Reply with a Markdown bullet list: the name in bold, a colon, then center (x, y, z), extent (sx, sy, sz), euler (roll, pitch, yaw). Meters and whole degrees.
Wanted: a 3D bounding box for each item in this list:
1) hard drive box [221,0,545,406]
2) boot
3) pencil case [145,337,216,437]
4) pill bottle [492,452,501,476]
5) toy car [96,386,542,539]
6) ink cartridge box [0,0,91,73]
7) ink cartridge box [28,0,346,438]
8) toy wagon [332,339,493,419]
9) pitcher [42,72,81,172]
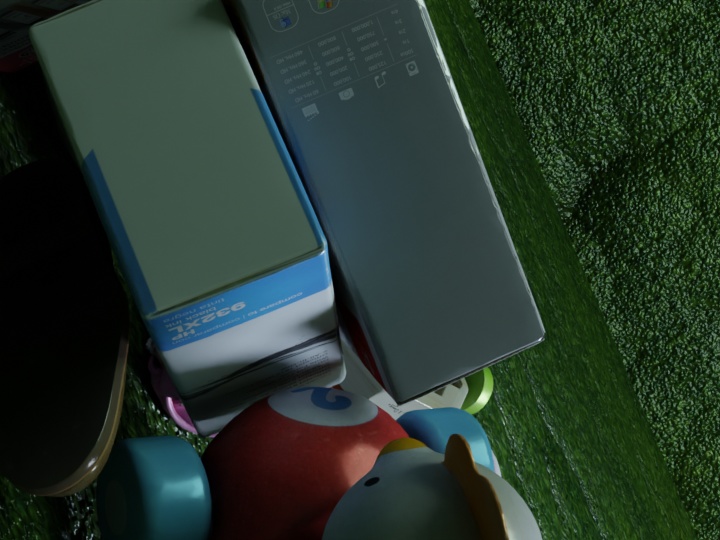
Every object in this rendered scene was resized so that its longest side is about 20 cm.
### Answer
- **hard drive box**: center (-0.001, -0.059, 0.904), extent (0.156, 0.077, 0.200), euler (-138, -156, -74)
- **boot**: center (-0.127, 0.035, 0.875), extent (0.200, 0.074, 0.076), euler (-103, 170, -50)
- **pencil case**: center (-0.077, 0.000, 1.102), extent (0.087, 0.083, 0.200), euler (56, 17, -39)
- **pill bottle**: center (0.001, 0.099, 1.182), extent (0.200, 0.112, 0.112), euler (51, 20, -48)
- **toy car**: center (0.014, 0.115, 0.834), extent (0.184, 0.200, 0.177), euler (-3, 68, -30)
- **ink cartridge box**: center (-0.171, -0.191, 0.914), extent (0.145, 0.145, 0.200), euler (67, 13, 4)
- **ink cartridge box**: center (-0.073, -0.024, 0.889), extent (0.200, 0.084, 0.145), euler (84, -18, -71)
- **toy wagon**: center (0.000, 0.000, 1.099), extent (0.155, 0.040, 0.200), euler (31, 31, -47)
- **pitcher**: center (-0.100, -0.145, 1.065), extent (0.121, 0.171, 0.200), euler (24, 42, -63)
